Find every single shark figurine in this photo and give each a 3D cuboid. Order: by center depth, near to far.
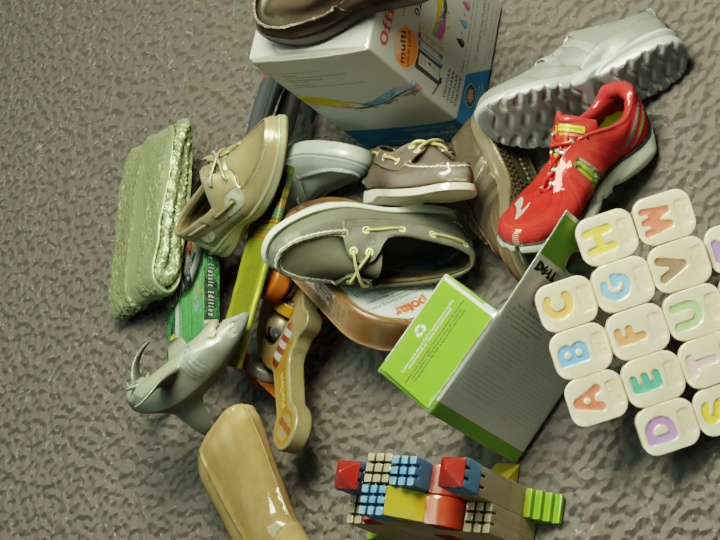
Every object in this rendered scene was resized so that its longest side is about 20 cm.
[{"bbox_3d":[-0.179,0.124,1.599,0.214,0.090,0.128,-26,21,53],"label":"shark figurine"}]

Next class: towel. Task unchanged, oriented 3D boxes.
[{"bbox_3d":[-0.105,-0.005,1.610,0.086,0.018,0.203,179,106,-74],"label":"towel"},{"bbox_3d":[-0.227,-0.055,1.781,0.148,0.036,0.203,-27,55,54],"label":"towel"}]

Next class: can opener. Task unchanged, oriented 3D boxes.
[{"bbox_3d":[-0.078,-0.184,1.696,0.078,0.063,0.201,-36,19,38],"label":"can opener"}]

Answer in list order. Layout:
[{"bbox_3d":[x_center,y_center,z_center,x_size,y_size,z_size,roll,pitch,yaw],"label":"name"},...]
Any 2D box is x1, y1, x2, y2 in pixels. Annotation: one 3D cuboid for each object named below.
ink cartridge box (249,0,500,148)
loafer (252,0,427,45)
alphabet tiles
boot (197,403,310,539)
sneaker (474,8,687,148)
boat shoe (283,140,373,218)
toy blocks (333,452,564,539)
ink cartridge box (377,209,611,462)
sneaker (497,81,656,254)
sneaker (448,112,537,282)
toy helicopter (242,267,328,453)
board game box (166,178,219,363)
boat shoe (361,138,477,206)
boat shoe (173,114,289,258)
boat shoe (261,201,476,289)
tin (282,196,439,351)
[{"bbox_3d":[0.018,-0.229,1.594,0.143,0.199,0.149,-1,70,37],"label":"ink cartridge box"},{"bbox_3d":[-0.020,-0.259,1.458,0.198,0.071,0.074,-16,62,29],"label":"loafer"},{"bbox_3d":[0.248,0.042,1.344,0.193,0.015,0.202,-18,88,4],"label":"alphabet tiles"},{"bbox_3d":[-0.106,0.257,1.550,0.176,0.066,0.201,-55,46,25],"label":"boot"},{"bbox_3d":[0.197,-0.176,1.516,0.198,0.075,0.082,-20,43,4],"label":"sneaker"},{"bbox_3d":[-0.067,-0.083,1.688,0.199,0.070,0.072,-8,70,41],"label":"boat shoe"},{"bbox_3d":[0.054,0.196,1.420,0.198,0.136,0.101,-3,69,37],"label":"toy blocks"},{"bbox_3d":[0.131,0.045,1.422,0.076,0.147,0.201,35,92,43],"label":"ink cartridge box"},{"bbox_3d":[0.179,-0.094,1.442,0.076,0.086,0.200,15,50,42],"label":"sneaker"},{"bbox_3d":[0.130,-0.055,1.534,0.076,0.070,0.202,-44,44,37],"label":"sneaker"},{"bbox_3d":[-0.076,0.092,1.602,0.132,0.078,0.202,-46,37,39],"label":"toy helicopter"},{"bbox_3d":[-0.174,0.013,1.723,0.105,0.023,0.202,-38,48,52],"label":"board game box"},{"bbox_3d":[0.054,-0.092,1.544,0.200,0.071,0.060,180,94,-72],"label":"boat shoe"},{"bbox_3d":[-0.126,-0.084,1.609,0.200,0.064,0.073,129,151,-49],"label":"boat shoe"},{"bbox_3d":[0.010,-0.018,1.501,0.060,0.199,0.073,-123,36,-48],"label":"boat shoe"},{"bbox_3d":[0.000,0.000,1.563,0.111,0.042,0.200,-23,49,-28],"label":"tin"}]
